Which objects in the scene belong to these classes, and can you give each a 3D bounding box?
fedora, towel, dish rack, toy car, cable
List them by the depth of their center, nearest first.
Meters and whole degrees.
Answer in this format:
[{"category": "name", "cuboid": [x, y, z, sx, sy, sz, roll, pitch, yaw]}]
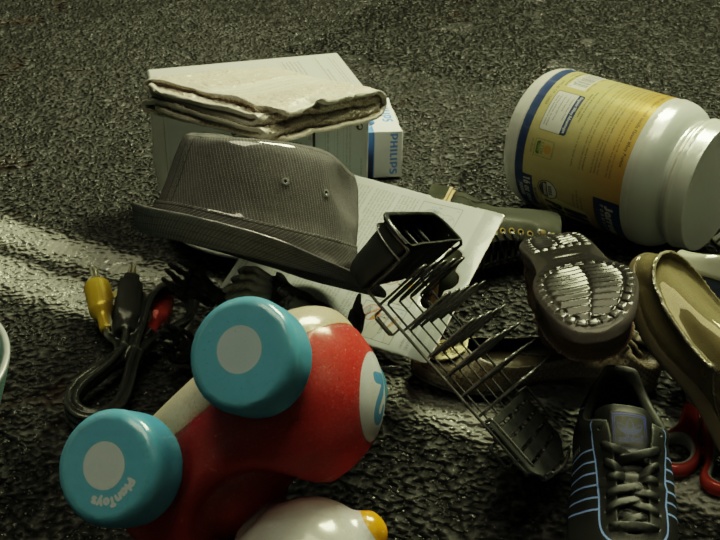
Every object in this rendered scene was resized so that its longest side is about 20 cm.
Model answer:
[{"category": "toy car", "cuboid": [-0.030, 0.142, 0.616, 0.177, 0.184, 0.200, -40, 70, 5]}, {"category": "dish rack", "cuboid": [0.081, 0.050, 0.755, 0.200, 0.055, 0.153, 50, 17, 10]}, {"category": "fedora", "cuboid": [-0.066, -0.048, 0.801, 0.199, 0.091, 0.176, 16, -2, -32]}, {"category": "cable", "cuboid": [-0.185, 0.064, 0.885, 0.096, 0.051, 0.201, 13, 39, -13]}, {"category": "towel", "cuboid": [-0.076, -0.145, 0.921, 0.132, 0.035, 0.200, 17, 20, 23]}]

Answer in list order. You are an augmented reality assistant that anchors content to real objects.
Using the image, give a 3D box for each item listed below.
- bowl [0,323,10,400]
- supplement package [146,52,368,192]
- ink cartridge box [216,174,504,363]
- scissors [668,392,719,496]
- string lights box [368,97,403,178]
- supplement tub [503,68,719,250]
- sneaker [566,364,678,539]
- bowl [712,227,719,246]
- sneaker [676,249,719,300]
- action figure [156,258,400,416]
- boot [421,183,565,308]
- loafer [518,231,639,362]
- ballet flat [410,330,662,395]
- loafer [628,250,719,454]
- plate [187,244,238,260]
[{"category": "bowl", "cuboid": [-0.323, 0.107, 0.712, 0.199, 0.106, 0.201, 0, 29, 0]}, {"category": "supplement package", "cuboid": [-0.102, -0.132, 1.085, 0.198, 0.121, 0.121, -7, 32, -15]}, {"category": "ink cartridge box", "cuboid": [0.000, 0.000, 0.918, 0.199, 0.057, 0.163, 18, 58, 21]}, {"category": "scissors", "cuboid": [0.263, 0.104, 0.834, 0.073, 0.014, 0.200, 10, 29, 18]}, {"category": "string lights box", "cuboid": [-0.058, -0.147, 1.229, 0.198, 0.059, 0.103, -3, 29, -6]}, {"category": "supplement tub", "cuboid": [0.257, -0.109, 1.080, 0.199, 0.146, 0.144, 24, 36, 37]}, {"category": "sneaker", "cuboid": [0.165, 0.139, 0.696, 0.069, 0.079, 0.200, 3, 28, 3]}, {"category": "bowl", "cuboid": [0.448, -0.075, 1.079, 0.199, 0.095, 0.201, 1, 29, -1]}, {"category": "sneaker", "cuboid": [0.321, 0.052, 0.875, 0.199, 0.085, 0.075, 19, -1, -18]}, {"category": "action figure", "cuboid": [-0.073, 0.058, 0.804, 0.199, 0.120, 0.102, 15, 2, 38]}, {"category": "boot", "cuboid": [0.122, -0.022, 0.999, 0.137, 0.078, 0.200, 9, 31, 5]}, {"category": "loafer", "cuboid": [0.162, 0.028, 0.805, 0.072, 0.072, 0.200, -7, 16, 5]}, {"category": "ballet flat", "cuboid": [0.139, 0.066, 0.860, 0.198, 0.047, 0.068, 2, 28, 2]}, {"category": "loafer", "cuboid": [0.259, 0.063, 0.762, 0.076, 0.067, 0.201, -10, 63, -42]}, {"category": "plate", "cuboid": [-0.093, -0.050, 1.088, 0.198, 0.026, 0.201, 0, 28, 0]}]
